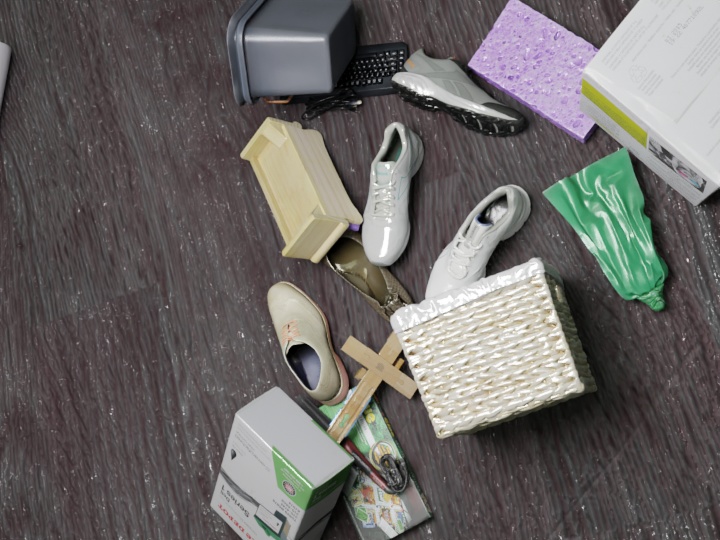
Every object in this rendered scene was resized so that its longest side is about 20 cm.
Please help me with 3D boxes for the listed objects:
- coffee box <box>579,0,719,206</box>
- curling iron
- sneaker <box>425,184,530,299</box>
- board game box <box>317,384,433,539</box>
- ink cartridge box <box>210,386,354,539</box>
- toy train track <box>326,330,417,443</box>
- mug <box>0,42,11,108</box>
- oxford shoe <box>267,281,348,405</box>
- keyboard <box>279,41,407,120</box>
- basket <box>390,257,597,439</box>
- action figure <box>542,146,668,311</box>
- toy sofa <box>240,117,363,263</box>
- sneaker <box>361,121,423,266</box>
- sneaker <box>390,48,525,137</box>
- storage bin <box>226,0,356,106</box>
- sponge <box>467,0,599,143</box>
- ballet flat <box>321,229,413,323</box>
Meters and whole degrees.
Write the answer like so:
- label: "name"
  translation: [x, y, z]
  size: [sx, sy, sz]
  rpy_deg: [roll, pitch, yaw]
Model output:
- label: "coffee box"
  translation: [0.395, -0.224, 1.098]
  size: [0.200, 0.198, 0.200]
  rpy_deg: [42, 96, 11]
- label: "curling iron"
  translation: [-0.012, 0.230, 1.261]
  size: [0.199, 0.026, 0.050]
  rpy_deg: [34, 72, 26]
- label: "sneaker"
  translation: [0.144, -0.033, 1.233]
  size: [0.074, 0.087, 0.201]
  rpy_deg: [34, 95, 20]
- label: "board game box"
  translation: [0.010, 0.263, 1.270]
  size: [0.104, 0.023, 0.202]
  rpy_deg: [-30, 73, 14]
- label: "ink cartridge box"
  translation: [-0.107, 0.278, 1.224]
  size: [0.146, 0.084, 0.201]
  rpy_deg: [39, 132, 23]
- label: "toy train track"
  translation: [0.001, 0.166, 1.258]
  size: [0.114, 0.033, 0.201]
  rpy_deg: [35, 78, -1]
- label: "mug"
  translation: [-0.661, -0.300, 1.567]
  size: [0.147, 0.186, 0.155]
  rpy_deg: [1, 91, -12]
- label: "oxford shoe"
  translation: [-0.082, 0.091, 1.298]
  size: [0.071, 0.074, 0.201]
  rpy_deg: [-39, 62, 10]
- label: "keyboard"
  translation: [-0.029, -0.279, 1.362]
  size: [0.198, 0.040, 0.106]
  rpy_deg: [-3, 80, 21]
- label: "basket"
  translation: [0.167, 0.100, 1.145]
  size: [0.198, 0.198, 0.163]
  rpy_deg: [-21, 77, 15]
- label: "action figure"
  translation: [0.329, -0.038, 1.183]
  size: [0.117, 0.055, 0.202]
  rpy_deg: [-28, 80, 12]
- label: "toy sofa"
  translation: [-0.084, -0.113, 1.323]
  size: [0.083, 0.097, 0.201]
  rpy_deg: [-47, 55, 32]
- label: "sneaker"
  translation: [0.035, -0.107, 1.281]
  size: [0.070, 0.080, 0.203]
  rpy_deg: [6, 79, 19]
- label: "sneaker"
  translation: [0.138, -0.245, 1.278]
  size: [0.199, 0.074, 0.080]
  rpy_deg: [29, 84, 21]
- label: "storage bin"
  translation: [-0.086, -0.306, 1.303]
  size: [0.133, 0.201, 0.147]
  rpy_deg: [5, 124, 13]
- label: "sponge"
  translation: [0.252, -0.271, 1.261]
  size: [0.199, 0.030, 0.112]
  rpy_deg: [38, 95, 21]
- label: "ballet flat"
  translation: [0.000, 0.000, 1.302]
  size: [0.067, 0.046, 0.200]
  rpy_deg: [-45, 70, 8]
